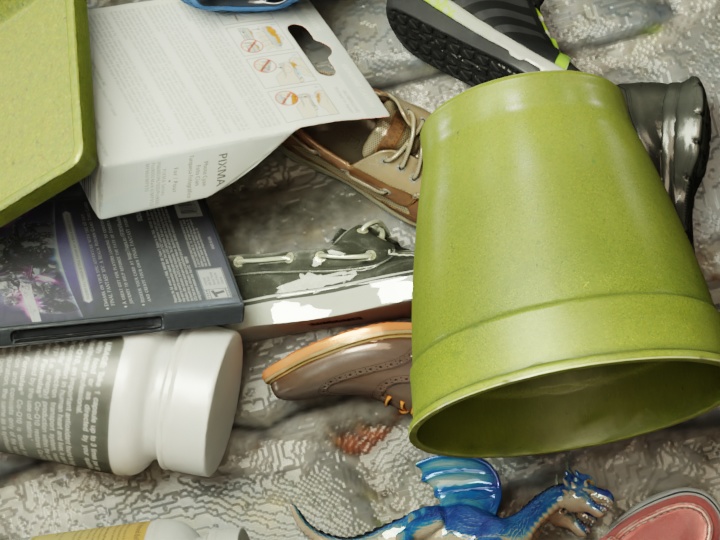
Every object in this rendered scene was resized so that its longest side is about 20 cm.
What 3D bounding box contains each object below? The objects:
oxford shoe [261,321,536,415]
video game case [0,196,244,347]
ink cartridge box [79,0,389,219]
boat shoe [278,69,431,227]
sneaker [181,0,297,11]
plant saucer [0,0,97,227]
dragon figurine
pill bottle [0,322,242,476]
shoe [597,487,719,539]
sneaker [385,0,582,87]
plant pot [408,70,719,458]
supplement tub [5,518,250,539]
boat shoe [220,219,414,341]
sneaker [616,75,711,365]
[{"bbox_3d":[0.035,0.070,1.162,0.198,0.071,0.074,-9,82,3],"label":"oxford shoe"},{"bbox_3d":[-0.186,-0.003,1.146,0.198,0.019,0.143,-6,36,-15],"label":"video game case"},{"bbox_3d":[-0.103,-0.117,1.158,0.198,0.048,0.161,-11,45,-24],"label":"ink cartridge box"},{"bbox_3d":[0.022,-0.080,1.189,0.198,0.072,0.076,20,81,8],"label":"boat shoe"},{"bbox_3d":[-0.033,-0.205,1.182,0.198,0.066,0.079,-11,35,-19],"label":"sneaker"},{"bbox_3d":[-0.233,-0.100,1.106,0.199,0.048,0.202,-27,56,28],"label":"plant saucer"},{"bbox_3d":[0.060,0.159,1.138,0.198,0.059,0.100,8,45,10],"label":"dragon figurine"},{"bbox_3d":[-0.184,0.070,1.157,0.198,0.114,0.115,10,80,7],"label":"pill bottle"},{"bbox_3d":[0.153,0.210,1.112,0.200,0.091,0.072,-39,78,-3],"label":"shoe"},{"bbox_3d":[0.104,-0.160,1.186,0.199,0.072,0.083,37,72,26],"label":"sneaker"},{"bbox_3d":[0.113,-0.008,1.065,0.198,0.201,0.195,-9,72,3],"label":"plant pot"},{"bbox_3d":[-0.164,0.234,1.108,0.198,0.145,0.146,-8,78,4],"label":"supplement tub"},{"bbox_3d":[0.000,0.000,1.177,0.198,0.071,0.064,-9,79,5],"label":"boat shoe"},{"bbox_3d":[0.180,-0.032,1.175,0.090,0.076,0.202,5,72,16],"label":"sneaker"}]
